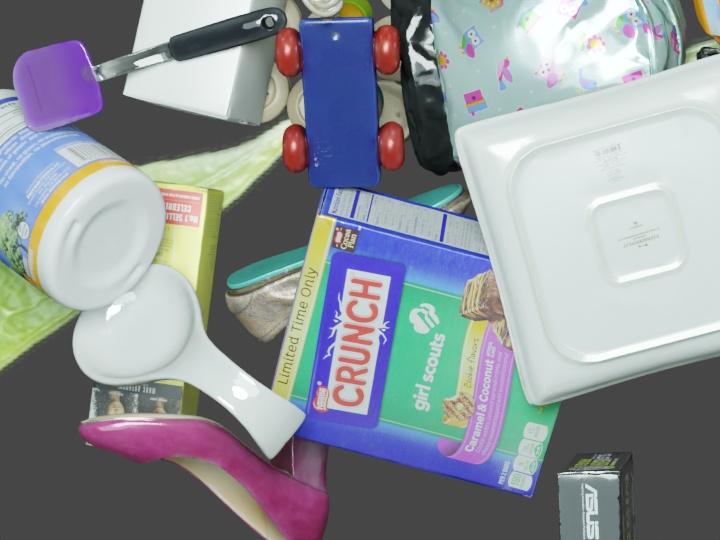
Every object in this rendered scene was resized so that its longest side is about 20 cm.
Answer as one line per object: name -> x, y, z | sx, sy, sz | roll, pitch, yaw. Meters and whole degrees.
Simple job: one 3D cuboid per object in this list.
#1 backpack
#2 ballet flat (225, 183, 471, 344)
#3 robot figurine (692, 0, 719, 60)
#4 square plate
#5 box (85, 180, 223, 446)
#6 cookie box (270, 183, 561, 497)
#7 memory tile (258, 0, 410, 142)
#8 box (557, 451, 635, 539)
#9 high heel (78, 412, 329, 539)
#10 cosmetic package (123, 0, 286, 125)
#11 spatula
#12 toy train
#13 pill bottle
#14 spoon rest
backpack -> 0.128, -0.146, 1.538 | 0.199, 0.127, 0.167 | -6, 106, 17
ballet flat -> 0.000, 0.000, 1.613 | 0.199, 0.068, 0.067 | -21, 106, 14
robot figurine -> 0.296, -0.174, 1.551 | 0.145, 0.058, 0.201 | -14, 91, -3
square plate -> 0.182, -0.025, 1.467 | 0.199, 0.028, 0.199 | -15, 99, 6
box -> -0.152, 0.034, 1.637 | 0.075, 0.050, 0.201 | 8, 91, 10
cookie box -> 0.048, 0.049, 1.552 | 0.199, 0.075, 0.172 | 15, 111, 0
memory tile -> -0.044, -0.178, 1.637 | 0.199, 0.017, 0.154 | 12, 92, 9
box -> 0.167, 0.231, 1.528 | 0.044, 0.160, 0.201 | -2, 89, 11
high heel -> -0.112, 0.155, 1.587 | 0.199, 0.067, 0.096 | 11, 82, -33
cosmetic package -> -0.099, -0.210, 1.585 | 0.085, 0.108, 0.201 | 14, 91, 9
spatula -> -0.146, -0.148, 1.527 | 0.199, 0.021, 0.057 | -17, 101, 5
toy train -> -0.013, -0.169, 1.534 | 0.084, 0.116, 0.201 | -1, 114, 5
pill bottle -> -0.244, -0.063, 1.597 | 0.200, 0.112, 0.112 | 32, 95, 34
spoon rest -> -0.126, 0.059, 1.546 | 0.200, 0.061, 0.099 | 30, 76, 35
